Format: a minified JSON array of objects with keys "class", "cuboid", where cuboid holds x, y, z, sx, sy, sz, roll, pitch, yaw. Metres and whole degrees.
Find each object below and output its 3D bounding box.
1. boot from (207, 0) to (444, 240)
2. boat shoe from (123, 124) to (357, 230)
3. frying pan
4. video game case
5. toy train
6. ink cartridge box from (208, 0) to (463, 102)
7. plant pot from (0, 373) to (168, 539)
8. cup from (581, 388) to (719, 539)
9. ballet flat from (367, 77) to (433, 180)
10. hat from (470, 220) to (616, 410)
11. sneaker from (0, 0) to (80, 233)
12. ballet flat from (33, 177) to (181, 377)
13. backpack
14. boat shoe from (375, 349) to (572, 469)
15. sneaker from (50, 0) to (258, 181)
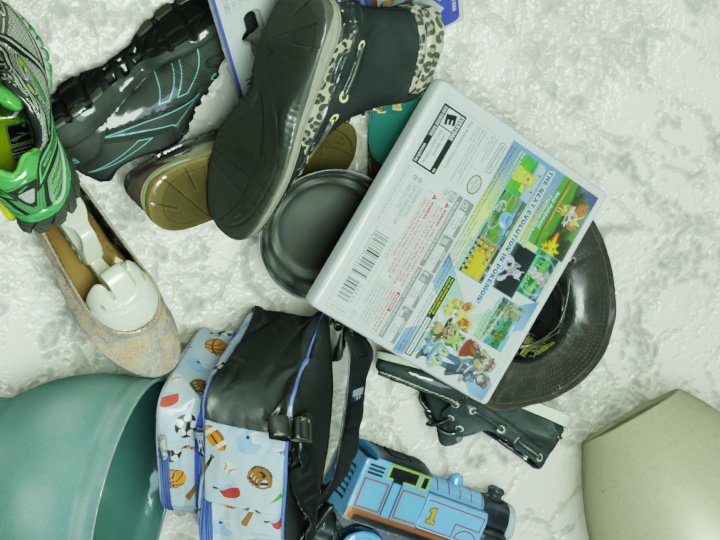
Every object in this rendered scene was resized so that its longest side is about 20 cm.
[{"class":"boot","cuboid":[-0.023,-0.116,1.131,0.154,0.073,0.204,-11,132,-49]},{"class":"boat shoe","cuboid":[-0.093,-0.088,1.185,0.200,0.065,0.073,-17,126,-36]},{"class":"frying pan","cuboid":[0.007,-0.015,1.208,0.190,0.031,0.115,23,107,-22]},{"class":"video game case","cuboid":[0.079,-0.020,1.186,0.182,0.022,0.200,31,88,-26]},{"class":"toy train","cuboid":[0.051,0.227,1.327,0.200,0.087,0.114,22,94,-21]},{"class":"ink cartridge box","cuboid":[-0.021,-0.221,1.127,0.200,0.047,0.198,-24,152,-7]},{"class":"plant pot","cuboid":[-0.239,0.170,1.182,0.134,0.200,0.201,10,106,8]},{"class":"cup","cuboid":[0.276,0.192,1.338,0.200,0.200,0.143,-30,84,-5]},{"class":"ballet flat","cuboid":[0.041,-0.083,1.239,0.072,0.072,0.201,-1,111,-16]},{"class":"hat","cuboid":[0.121,0.014,1.275,0.200,0.081,0.201,-5,101,-24]},{"class":"sneaker","cuboid":[-0.258,-0.130,1.086,0.078,0.085,0.200,-25,69,-5]},{"class":"ballet flat","cuboid":[-0.203,-0.005,1.145,0.068,0.067,0.200,-36,87,-21]},{"class":"backpack","cuboid":[-0.083,0.142,1.210,0.154,0.200,0.191,3,116,15]},{"class":"boat shoe","cuboid":[0.092,0.125,1.310,0.199,0.074,0.066,22,88,-30]},{"class":"sneaker","cuboid":[-0.154,-0.146,1.165,0.200,0.075,0.079,-34,128,3]}]
